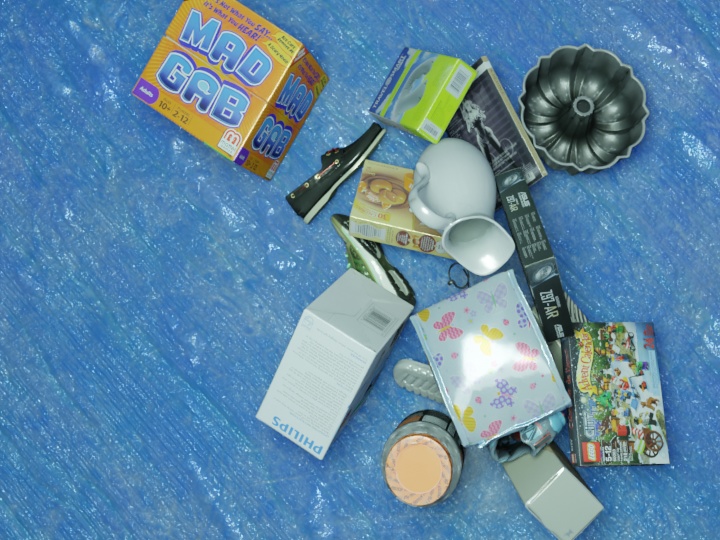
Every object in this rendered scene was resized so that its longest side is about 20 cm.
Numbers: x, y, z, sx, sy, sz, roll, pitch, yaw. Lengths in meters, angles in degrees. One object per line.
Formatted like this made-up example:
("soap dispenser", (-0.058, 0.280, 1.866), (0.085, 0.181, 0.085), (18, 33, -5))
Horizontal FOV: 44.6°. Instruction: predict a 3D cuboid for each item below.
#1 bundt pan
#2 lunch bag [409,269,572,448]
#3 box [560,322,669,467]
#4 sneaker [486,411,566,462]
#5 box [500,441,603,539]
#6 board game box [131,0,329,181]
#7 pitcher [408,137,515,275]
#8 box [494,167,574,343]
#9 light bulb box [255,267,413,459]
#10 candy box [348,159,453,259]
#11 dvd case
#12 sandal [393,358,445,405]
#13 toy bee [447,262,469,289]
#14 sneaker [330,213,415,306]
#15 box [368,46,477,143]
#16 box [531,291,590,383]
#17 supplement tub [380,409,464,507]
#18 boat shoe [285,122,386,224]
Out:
("bundt pan", (0.333, -0.235, 1.342), (0.196, 0.076, 0.207), (0, 75, 0))
("lunch bag", (0.183, 0.130, 1.235), (0.167, 0.127, 0.203), (-26, 70, 8))
("box", (0.364, 0.178, 1.266), (0.133, 0.038, 0.205), (0, 75, -8))
("sneaker", (0.203, 0.232, 1.287), (0.080, 0.199, 0.096), (50, 58, -13))
("box", (0.268, 0.299, 1.280), (0.078, 0.200, 0.095), (-45, 104, 5))
("board game box", (-0.197, -0.292, 1.388), (0.198, 0.200, 0.202), (33, 93, 10))
("pitcher", (0.124, -0.109, 1.249), (0.170, 0.203, 0.121), (28, 123, -32))
("box", (0.250, -0.024, 1.270), (0.043, 0.162, 0.202), (-18, 42, 9))
("light bulb box", (-0.036, 0.135, 1.321), (0.123, 0.198, 0.203), (30, 116, 9))
("candy box", (0.088, -0.094, 1.373), (0.195, 0.056, 0.118), (13, 59, 4))
("dvd case", (0.196, -0.205, 1.357), (0.016, 0.148, 0.203), (-23, 83, -31))
("sandal", (0.150, 0.179, 1.385), (0.199, 0.083, 0.050), (23, 49, 3))
("toy bee", (0.179, 0.106, 1.366), (0.128, 0.109, 0.204), (3, 62, -28))
("sneaker", (0.000, 0.000, 1.416), (0.088, 0.076, 0.202), (-40, 77, 24))
("box", (0.087, -0.274, 1.348), (0.047, 0.200, 0.124), (29, 94, -30))
("box", (0.332, 0.129, 1.336), (0.068, 0.082, 0.201), (-37, 84, -16))
("supplement tub", (0.095, 0.282, 1.318), (0.119, 0.200, 0.126), (0, 89, 10))
("boat shoe", (-0.039, -0.167, 1.420), (0.063, 0.074, 0.201), (45, 100, 0))
